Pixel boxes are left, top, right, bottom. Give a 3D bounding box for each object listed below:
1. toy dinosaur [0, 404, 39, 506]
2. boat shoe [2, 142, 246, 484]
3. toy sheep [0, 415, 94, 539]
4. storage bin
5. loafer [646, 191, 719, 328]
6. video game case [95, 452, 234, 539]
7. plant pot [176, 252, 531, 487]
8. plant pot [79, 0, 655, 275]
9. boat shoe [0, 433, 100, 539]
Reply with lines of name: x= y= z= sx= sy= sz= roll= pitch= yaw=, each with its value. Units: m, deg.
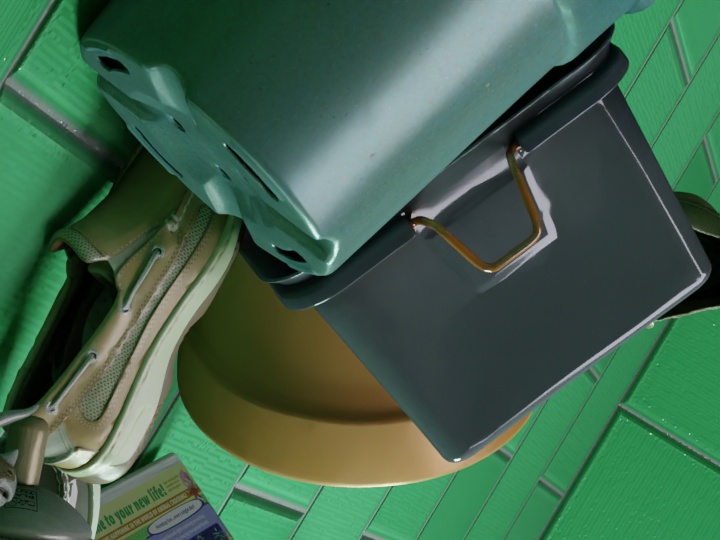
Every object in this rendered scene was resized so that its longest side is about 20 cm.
toy dinosaur: x=-0.206 y=0.071 z=1.182 sx=0.200 sy=0.076 sz=0.103 roll=58 pitch=44 yaw=-66
boat shoe: x=-0.110 y=-0.004 z=1.351 sx=0.076 sy=0.071 sz=0.201 roll=31 pitch=72 yaw=-39
toy sheep: x=-0.167 y=0.164 z=1.305 sx=0.138 sy=0.137 sz=0.202 roll=-4 pitch=99 yaw=-74
storage bin: x=0.065 y=-0.011 z=1.357 sx=0.200 sy=0.135 sz=0.146 roll=-37 pitch=-161 yaw=-2
loafer: x=0.117 y=-0.007 z=1.469 sx=0.199 sy=0.067 sz=0.077 roll=-10 pitch=105 yaw=-30
video game case: x=-0.098 y=0.200 z=1.610 sx=0.022 sy=0.183 sz=0.200 roll=-36 pitch=175 yaw=22
plant pot: x=0.000 y=0.000 z=1.535 sx=0.200 sy=0.199 sz=0.141 roll=-45 pitch=145 yaw=-46
plant pot: x=-0.004 y=-0.117 z=1.255 sx=0.196 sy=0.200 sz=0.200 roll=-49 pitch=165 yaw=-12
boat shoe: x=-0.188 y=0.162 z=1.408 sx=0.202 sy=0.072 sz=0.060 roll=-61 pitch=172 yaw=23
